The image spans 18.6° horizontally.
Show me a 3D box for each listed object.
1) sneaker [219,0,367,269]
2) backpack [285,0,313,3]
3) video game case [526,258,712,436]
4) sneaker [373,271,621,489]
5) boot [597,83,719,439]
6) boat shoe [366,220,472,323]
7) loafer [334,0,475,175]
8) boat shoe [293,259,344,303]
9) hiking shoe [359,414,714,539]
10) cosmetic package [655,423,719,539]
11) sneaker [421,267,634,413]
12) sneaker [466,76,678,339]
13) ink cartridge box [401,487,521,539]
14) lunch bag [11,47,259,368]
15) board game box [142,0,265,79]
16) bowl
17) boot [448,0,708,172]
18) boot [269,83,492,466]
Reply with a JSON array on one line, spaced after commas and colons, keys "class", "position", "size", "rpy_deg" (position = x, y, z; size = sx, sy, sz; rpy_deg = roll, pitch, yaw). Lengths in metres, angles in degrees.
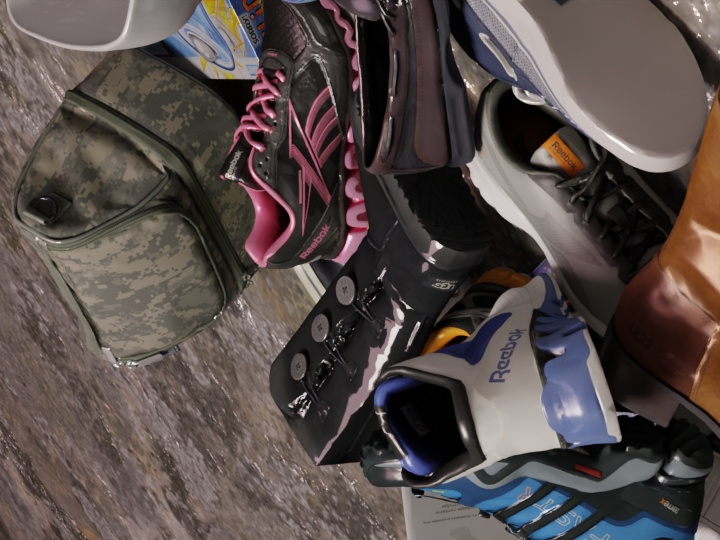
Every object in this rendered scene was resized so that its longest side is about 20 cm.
[{"class": "sneaker", "position": [-0.048, -0.090, 1.422], "size": [0.079, 0.095, 0.200], "rpy_deg": [23, 125, 56]}, {"class": "backpack", "position": [-0.060, -0.236, 1.227], "size": [0.182, 0.134, 0.200], "rpy_deg": [28, 148, 49]}, {"class": "video game case", "position": [0.138, 0.073, 1.395], "size": [0.143, 0.018, 0.200], "rpy_deg": [53, 157, 7]}, {"class": "sneaker", "position": [0.062, 0.058, 1.161], "size": [0.199, 0.115, 0.081], "rpy_deg": [-118, 13, -83]}, {"class": "boot", "position": [0.230, 0.014, 1.081], "size": [0.188, 0.068, 0.200], "rpy_deg": [30, 132, 9]}, {"class": "boat shoe", "position": [0.044, 0.013, 1.448], "size": [0.069, 0.071, 0.200], "rpy_deg": [2, 118, 14]}, {"class": "loafer", "position": [0.015, -0.135, 1.176], "size": [0.072, 0.063, 0.200], "rpy_deg": [-114, 8, -57]}, {"class": "boat shoe", "position": [-0.005, 0.007, 1.532], "size": [0.200, 0.062, 0.075], "rpy_deg": [56, -177, -3]}, {"class": "hiking shoe", "position": [0.098, 0.129, 1.237], "size": [0.074, 0.199, 0.087], "rpy_deg": [-68, -19, -72]}, {"class": "cosmetic package", "position": [0.184, 0.164, 1.363], "size": [0.082, 0.051, 0.200], "rpy_deg": [33, 154, 6]}, {"class": "sneaker", "position": [0.112, 0.054, 1.303], "size": [0.200, 0.077, 0.078], "rpy_deg": [11, 129, 57]}, {"class": "sneaker", "position": [0.127, -0.029, 1.193], "size": [0.200, 0.074, 0.079], "rpy_deg": [46, 166, 24]}, {"class": "ink cartridge box", "position": [0.085, 0.255, 1.540], "size": [0.200, 0.084, 0.145], "rpy_deg": [-95, -5, -48]}, {"class": "lunch bag", "position": [-0.160, -0.037, 1.601], "size": [0.139, 0.168, 0.200], "rpy_deg": [34, 161, 28]}, {"class": "board game box", "position": [-0.126, -0.200, 1.532], "size": [0.200, 0.034, 0.136], "rpy_deg": [8, 129, 60]}, {"class": "bowl", "position": [-0.153, -0.242, 1.407], "size": [0.200, 0.075, 0.200], "rpy_deg": [19, 107, 57]}, {"class": "boot", "position": [0.109, -0.114, 1.150], "size": [0.200, 0.073, 0.090], "rpy_deg": [55, 165, 25]}, {"class": "boot", "position": [0.000, 0.001, 1.368], "size": [0.165, 0.066, 0.200], "rpy_deg": [-107, 32, -41]}]
